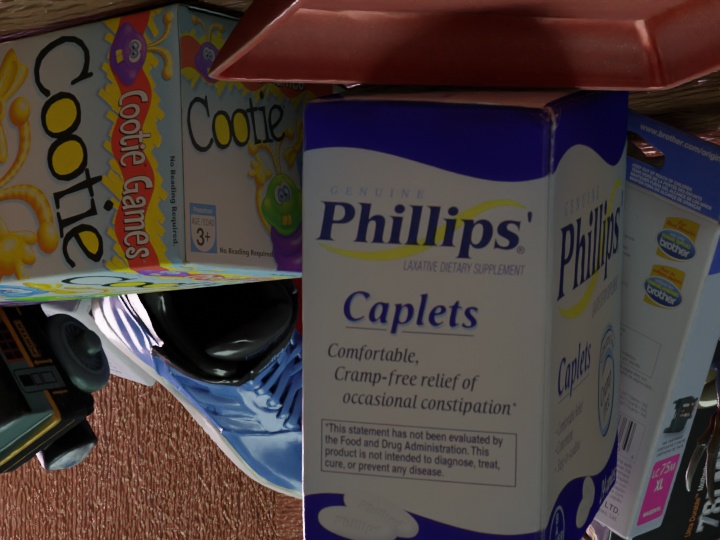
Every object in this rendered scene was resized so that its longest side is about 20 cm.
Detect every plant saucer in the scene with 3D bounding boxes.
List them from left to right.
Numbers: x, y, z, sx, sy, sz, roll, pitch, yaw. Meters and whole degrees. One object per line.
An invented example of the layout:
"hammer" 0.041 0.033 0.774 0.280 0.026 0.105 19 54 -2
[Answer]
"plant saucer" 0.064 -0.100 0.633 0.198 0.037 0.199 0 175 -19

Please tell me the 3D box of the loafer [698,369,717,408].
"loafer" 0.226 -0.016 1.006 0.067 0.201 0.076 42 172 -31

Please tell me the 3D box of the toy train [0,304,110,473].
"toy train" -0.203 0.013 0.922 0.085 0.201 0.114 -33 171 17

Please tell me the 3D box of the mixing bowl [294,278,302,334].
"mixing bowl" 0.000 0.000 1.034 0.199 0.109 0.201 22 152 13

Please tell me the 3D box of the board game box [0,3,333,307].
"board game box" -0.119 -0.042 0.799 0.198 0.104 0.104 -6 174 36

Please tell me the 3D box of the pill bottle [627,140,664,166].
"pill bottle" 0.110 -0.022 1.103 0.199 0.112 0.110 -8 173 44

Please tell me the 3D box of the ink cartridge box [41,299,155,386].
"ink cartridge box" -0.218 0.014 1.114 0.198 0.041 0.200 18 165 18

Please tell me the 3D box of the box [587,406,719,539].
"box" 0.229 0.089 1.146 0.197 0.201 0.050 -20 -135 -25

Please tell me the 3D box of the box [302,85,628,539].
"box" 0.051 0.019 0.799 0.104 0.202 0.184 3 -170 17

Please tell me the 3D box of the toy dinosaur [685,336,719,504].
"toy dinosaur" 0.188 0.016 0.945 0.180 0.202 0.105 -11 172 19

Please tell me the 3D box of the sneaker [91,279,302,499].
"sneaker" -0.049 0.054 0.971 0.200 0.077 0.111 41 159 -9

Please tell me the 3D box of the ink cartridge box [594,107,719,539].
"ink cartridge box" 0.120 0.016 0.902 0.119 0.202 0.042 28 -153 36

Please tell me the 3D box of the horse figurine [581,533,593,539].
"horse figurine" 0.094 0.089 1.083 0.050 0.133 0.200 -37 -147 1

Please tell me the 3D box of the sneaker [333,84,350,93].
"sneaker" 0.004 -0.046 0.917 0.198 0.087 0.080 0 176 -31
